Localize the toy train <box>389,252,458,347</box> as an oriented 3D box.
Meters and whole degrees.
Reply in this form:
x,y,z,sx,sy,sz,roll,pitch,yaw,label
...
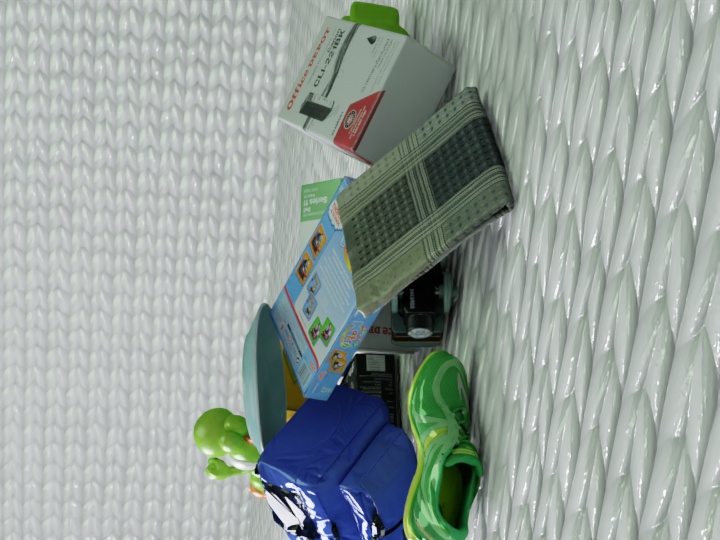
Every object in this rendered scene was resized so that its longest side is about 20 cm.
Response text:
x,y,z,sx,sy,sz,roll,pitch,yaw,label
0.063,-0.009,1.341,0.114,0.084,0.202,91,178,-65,toy train

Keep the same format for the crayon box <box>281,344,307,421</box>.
x,y,z,sx,sy,sz,roll,pitch,yaw,label
-0.093,0.141,1.651,0.127,0.050,0.203,117,161,-68,crayon box

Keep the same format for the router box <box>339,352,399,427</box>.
x,y,z,sx,sy,sz,roll,pitch,yaw,label
0.006,0.218,1.644,0.200,0.061,0.152,112,157,-63,router box

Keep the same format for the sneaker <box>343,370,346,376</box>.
x,y,z,sx,sy,sz,roll,pitch,yaw,label
-0.067,0.116,1.795,0.070,0.199,0.083,-6,75,46,sneaker

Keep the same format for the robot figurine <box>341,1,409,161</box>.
x,y,z,sx,sy,sz,roll,pitch,yaw,label
0.012,-0.253,1.589,0.175,0.114,0.203,144,129,-63,robot figurine

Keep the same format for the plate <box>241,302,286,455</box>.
x,y,z,sx,sy,sz,roll,pitch,yaw,label
-0.116,0.140,1.409,0.200,0.025,0.203,-4,-90,-84,plate

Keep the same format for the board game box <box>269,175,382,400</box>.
x,y,z,sx,sy,sz,roll,pitch,yaw,label
-0.028,0.019,1.331,0.201,0.036,0.152,-60,34,25,board game box

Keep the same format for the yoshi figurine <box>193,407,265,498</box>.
x,y,z,sx,sy,sz,roll,pitch,yaw,label
-0.148,0.224,1.524,0.200,0.111,0.113,55,-164,-59,yoshi figurine

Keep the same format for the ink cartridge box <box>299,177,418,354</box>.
x,y,z,sx,sy,sz,roll,pitch,yaw,label
0.000,0.000,1.458,0.082,0.146,0.203,-5,80,45,ink cartridge box

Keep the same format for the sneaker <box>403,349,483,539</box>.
x,y,z,sx,sy,sz,roll,pitch,yaw,label
0.092,0.178,1.178,0.083,0.073,0.203,-23,58,52,sneaker

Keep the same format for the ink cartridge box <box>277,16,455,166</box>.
x,y,z,sx,sy,sz,roll,pitch,yaw,label
0.002,-0.211,1.417,0.200,0.083,0.146,31,95,56,ink cartridge box

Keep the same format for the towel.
x,y,z,sx,sy,sz,roll,pitch,yaw,label
0.062,-0.068,1.197,0.199,0.034,0.194,-37,38,22,towel

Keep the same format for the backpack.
x,y,z,sx,sy,sz,roll,pitch,yaw,label
-0.009,0.264,1.363,0.167,0.162,0.202,19,138,38,backpack
